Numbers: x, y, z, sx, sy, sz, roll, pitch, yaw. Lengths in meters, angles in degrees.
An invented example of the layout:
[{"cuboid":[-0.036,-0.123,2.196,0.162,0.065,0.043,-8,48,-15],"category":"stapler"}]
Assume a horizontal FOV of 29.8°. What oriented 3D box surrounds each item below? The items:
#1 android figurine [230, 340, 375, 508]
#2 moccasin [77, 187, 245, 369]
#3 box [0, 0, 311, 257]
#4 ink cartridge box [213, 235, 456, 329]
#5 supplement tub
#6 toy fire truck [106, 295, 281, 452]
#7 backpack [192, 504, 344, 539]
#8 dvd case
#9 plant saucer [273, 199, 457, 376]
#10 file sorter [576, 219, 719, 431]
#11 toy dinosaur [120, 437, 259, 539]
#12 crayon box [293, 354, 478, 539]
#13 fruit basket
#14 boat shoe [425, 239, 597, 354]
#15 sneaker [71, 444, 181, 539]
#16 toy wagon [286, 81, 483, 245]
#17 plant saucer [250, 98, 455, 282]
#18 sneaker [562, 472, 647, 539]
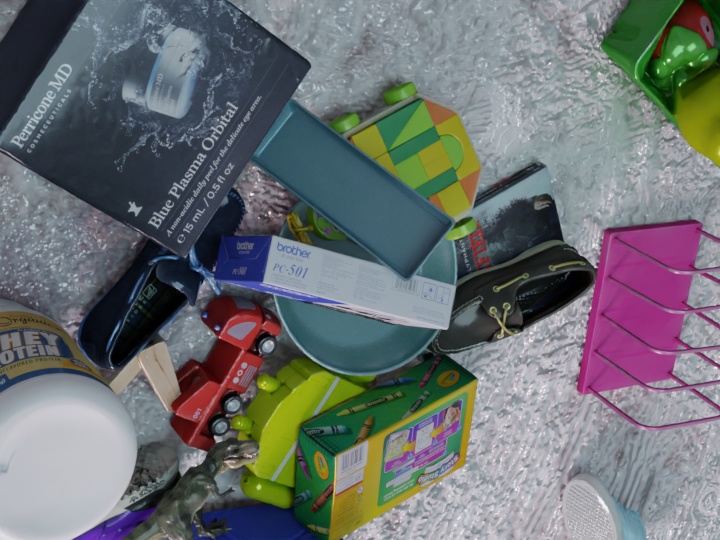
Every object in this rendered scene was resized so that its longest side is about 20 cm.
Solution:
[{"cuboid":[-0.052,0.154,1.346,0.200,0.041,0.183,28,95,-51],"category":"android figurine"},{"cuboid":[-0.166,0.012,1.215,0.080,0.068,0.200,38,87,-37],"category":"moccasin"},{"cuboid":[-0.183,-0.149,1.102,0.200,0.117,0.197,32,93,-36],"category":"box"},{"cuboid":[-0.021,0.011,1.215,0.199,0.094,0.044,15,83,-33],"category":"ink cartridge box"},{"cuboid":[-0.281,0.117,1.109,0.144,0.200,0.145,-14,118,-27],"category":"supplement tub"},{"cuboid":[-0.176,0.103,1.263,0.141,0.049,0.201,27,96,-38],"category":"toy fire truck"},{"cuboid":[-0.102,0.358,1.355,0.162,0.168,0.201,2,114,-25],"category":"backpack"},{"cuboid":[0.127,-0.008,1.419,0.199,0.022,0.147,-28,123,-17],"category":"dvd case"},{"cuboid":[0.000,0.000,1.308,0.199,0.036,0.201,-2,96,-26],"category":"plant saucer"},{"cuboid":[0.349,0.063,1.524,0.138,0.125,0.201,-6,115,-29],"category":"file sorter"},{"cuboid":[-0.167,0.239,1.266,0.200,0.047,0.088,-42,126,-18],"category":"toy dinosaur"},{"cuboid":[0.027,0.178,1.371,0.199,0.058,0.119,-24,133,-36],"category":"crayon box"},{"cuboid":[0.364,-0.189,1.372,0.215,0.215,0.156,35,91,-38],"category":"fruit basket"},{"cuboid":[0.153,0.033,1.401,0.201,0.061,0.072,-29,124,-17],"category":"boat shoe"},{"cuboid":[-0.250,0.251,1.272,0.199,0.070,0.100,-24,124,-21],"category":"sneaker"},{"cuboid":[0.024,-0.077,1.271,0.200,0.040,0.156,-31,103,-24],"category":"toy wagon"},{"cuboid":[-0.010,-0.072,1.213,0.070,0.200,0.019,-51,162,-3],"category":"plant saucer"},{"cuboid":[0.306,0.311,1.659,0.082,0.074,0.201,-51,129,-40],"category":"sneaker"}]
